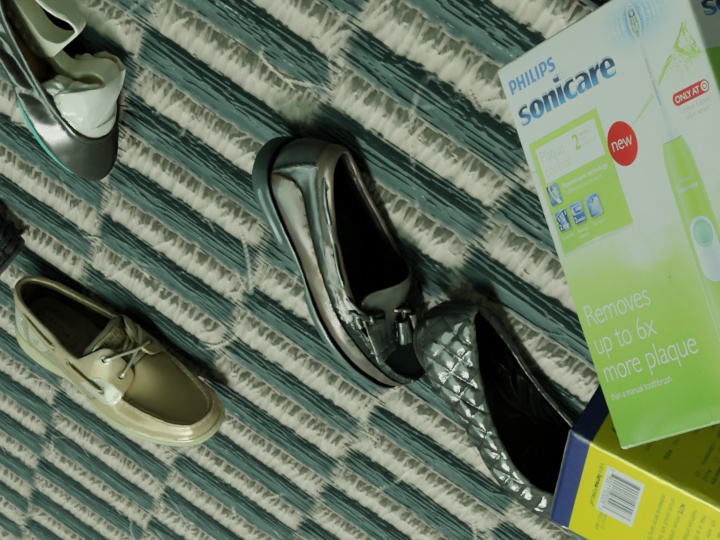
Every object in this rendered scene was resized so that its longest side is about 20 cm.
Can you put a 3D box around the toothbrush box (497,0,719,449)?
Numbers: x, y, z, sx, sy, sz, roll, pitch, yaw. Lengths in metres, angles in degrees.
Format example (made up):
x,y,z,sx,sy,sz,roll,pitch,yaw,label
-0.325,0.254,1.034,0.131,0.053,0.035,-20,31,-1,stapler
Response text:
x,y,z,sx,sy,sz,roll,pitch,yaw,label
0.164,-0.031,0.900,0.146,0.086,0.200,-25,79,57,toothbrush box

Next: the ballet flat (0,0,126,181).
x,y,z,sx,sy,sz,roll,pitch,yaw,label
-0.199,-0.137,1.238,0.068,0.068,0.200,-3,133,36,ballet flat

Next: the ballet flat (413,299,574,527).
x,y,z,sx,sy,sz,roll,pitch,yaw,label
0.106,0.100,1.249,0.200,0.066,0.057,49,152,-19,ballet flat

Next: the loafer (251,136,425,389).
x,y,z,sx,sy,sz,roll,pitch,yaw,label
0.000,0.000,1.222,0.063,0.072,0.200,-2,131,39,loafer

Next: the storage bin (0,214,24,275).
x,y,z,sx,sy,sz,roll,pitch,yaw,label
-0.380,-0.004,1.534,0.200,0.135,0.094,-9,128,51,storage bin

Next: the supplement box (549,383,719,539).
x,y,z,sx,sy,sz,roll,pitch,yaw,label
0.227,0.126,1.120,0.200,0.109,0.110,27,148,16,supplement box

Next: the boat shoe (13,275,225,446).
x,y,z,sx,sy,sz,roll,pitch,yaw,label
-0.195,0.070,1.518,0.200,0.072,0.065,32,151,19,boat shoe
